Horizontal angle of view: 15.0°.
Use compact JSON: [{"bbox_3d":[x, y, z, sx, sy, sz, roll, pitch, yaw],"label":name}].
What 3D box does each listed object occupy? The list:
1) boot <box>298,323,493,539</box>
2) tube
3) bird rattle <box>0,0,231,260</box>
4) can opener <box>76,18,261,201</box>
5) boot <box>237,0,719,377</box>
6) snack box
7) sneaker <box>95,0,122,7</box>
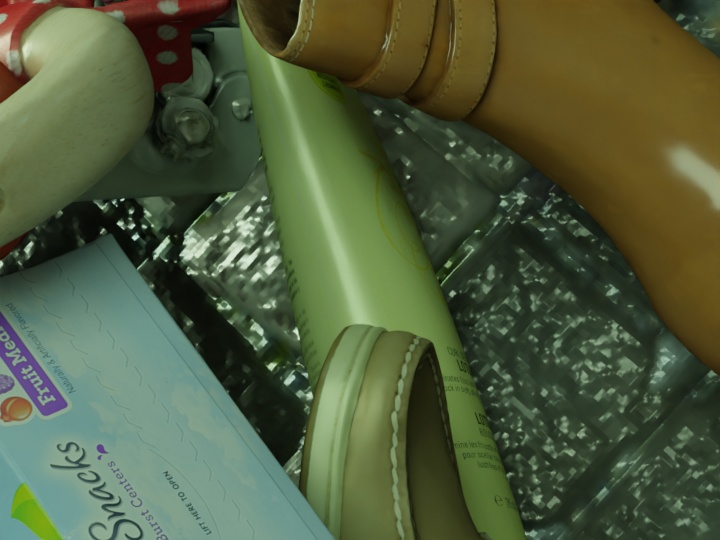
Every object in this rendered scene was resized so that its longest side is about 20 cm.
[{"bbox_3d":[0.068,0.107,0.709,0.154,0.072,0.201,-3,106,20],"label":"boot"},{"bbox_3d":[0.000,0.000,0.815,0.052,0.058,0.201,-6,66,-26],"label":"tube"},{"bbox_3d":[-0.113,-0.028,0.712,0.199,0.113,0.163,-22,21,-19],"label":"bird rattle"},{"bbox_3d":[-0.118,-0.046,0.828,0.066,0.199,0.053,17,109,56],"label":"can opener"},{"bbox_3d":[0.047,-0.054,0.759,0.077,0.155,0.201,-42,53,37],"label":"boot"},{"bbox_3d":[-0.060,0.119,0.720,0.067,0.201,0.169,-21,57,-30],"label":"snack box"},{"bbox_3d":[-0.076,-0.132,0.889,0.199,0.074,0.088,-13,25,36],"label":"sneaker"}]
